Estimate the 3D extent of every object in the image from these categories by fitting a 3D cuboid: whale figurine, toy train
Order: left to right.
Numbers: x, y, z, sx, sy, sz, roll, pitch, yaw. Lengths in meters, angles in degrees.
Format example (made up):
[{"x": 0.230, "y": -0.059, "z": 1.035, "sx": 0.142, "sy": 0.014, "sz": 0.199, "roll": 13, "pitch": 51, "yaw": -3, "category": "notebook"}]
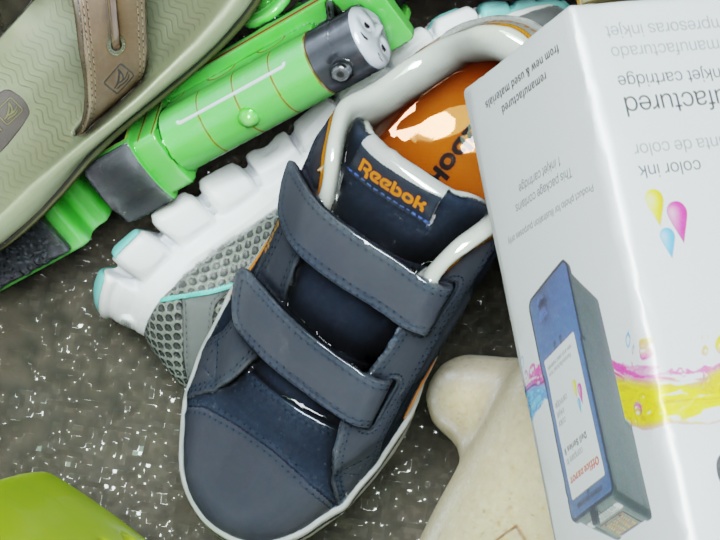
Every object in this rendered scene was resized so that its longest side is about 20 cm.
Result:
[{"x": -0.066, "y": -0.050, "z": 0.900, "sx": 0.199, "sy": 0.042, "sz": 0.057, "roll": -27, "pitch": 28, "yaw": 25, "category": "toy train"}, {"x": 0.075, "y": 0.099, "z": 0.883, "sx": 0.200, "sy": 0.104, "sz": 0.160, "roll": -39, "pitch": 74, "yaw": 18, "category": "whale figurine"}]

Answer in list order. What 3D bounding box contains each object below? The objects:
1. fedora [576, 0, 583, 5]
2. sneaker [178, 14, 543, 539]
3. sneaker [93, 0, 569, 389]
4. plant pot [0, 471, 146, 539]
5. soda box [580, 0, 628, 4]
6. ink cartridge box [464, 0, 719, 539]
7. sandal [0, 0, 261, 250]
[{"x": 0.143, "y": -0.088, "z": 0.906, "sx": 0.199, "sy": 0.082, "sz": 0.202, "roll": 5, "pitch": 80, "yaw": -28, "category": "fedora"}, {"x": 0.000, "y": 0.000, "z": 0.848, "sx": 0.078, "sy": 0.079, "sz": 0.201, "roll": 32, "pitch": 89, "yaw": 11, "category": "sneaker"}, {"x": 0.006, "y": -0.018, "z": 0.925, "sx": 0.199, "sy": 0.078, "sz": 0.091, "roll": -37, "pitch": 84, "yaw": 2, "category": "sneaker"}, {"x": -0.089, "y": 0.194, "z": 0.792, "sx": 0.181, "sy": 0.200, "sz": 0.200, "roll": 29, "pitch": 94, "yaw": 4, "category": "plant pot"}, {"x": 0.164, "y": -0.128, "z": 0.836, "sx": 0.199, "sy": 0.068, "sz": 0.065, "roll": -7, "pitch": 86, "yaw": -28, "category": "soda box"}, {"x": 0.127, "y": 0.023, "z": 0.773, "sx": 0.144, "sy": 0.087, "sz": 0.202, "roll": -5, "pitch": 78, "yaw": -23, "category": "ink cartridge box"}, {"x": -0.095, "y": -0.084, "z": 0.860, "sx": 0.080, "sy": 0.057, "sz": 0.201, "roll": 40, "pitch": 93, "yaw": 21, "category": "sandal"}]
